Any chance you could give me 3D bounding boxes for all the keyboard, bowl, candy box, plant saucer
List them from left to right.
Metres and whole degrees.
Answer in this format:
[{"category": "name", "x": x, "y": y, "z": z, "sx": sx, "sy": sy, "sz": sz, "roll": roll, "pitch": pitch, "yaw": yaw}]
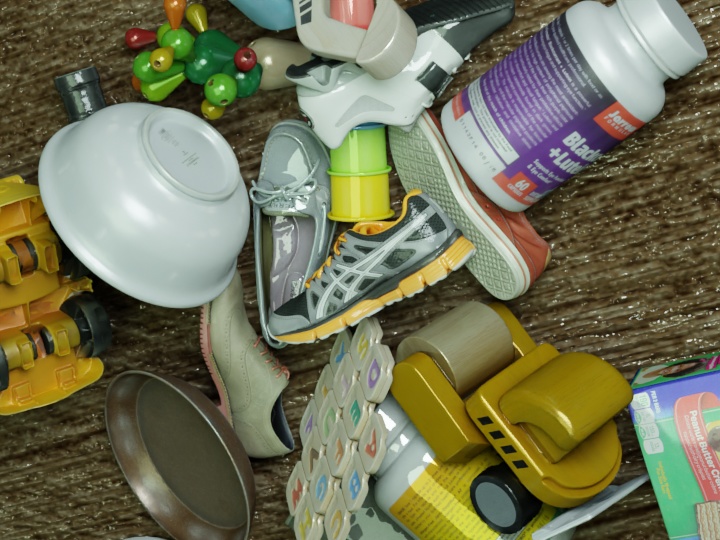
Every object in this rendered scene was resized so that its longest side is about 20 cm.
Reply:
[{"category": "bowl", "x": -0.166, "y": -0.074, "z": 1.321, "sx": 0.201, "sy": 0.201, "sz": 0.090, "roll": 48, "pitch": 124, "yaw": 1}, {"category": "plant saucer", "x": -0.164, "y": 0.176, "z": 1.451, "sx": 0.200, "sy": 0.034, "sz": 0.201, "roll": 28, "pitch": 134, "yaw": 33}, {"category": "keyboard", "x": 0.197, "y": 0.194, "z": 1.279, "sx": 0.056, "sy": 0.200, "sz": 0.011, "roll": -24, "pitch": 83, "yaw": 25}, {"category": "candy box", "x": 0.342, "y": 0.147, "z": 1.281, "sx": 0.200, "sy": 0.077, "sz": 0.169, "roll": -15, "pitch": 99, "yaw": 21}]

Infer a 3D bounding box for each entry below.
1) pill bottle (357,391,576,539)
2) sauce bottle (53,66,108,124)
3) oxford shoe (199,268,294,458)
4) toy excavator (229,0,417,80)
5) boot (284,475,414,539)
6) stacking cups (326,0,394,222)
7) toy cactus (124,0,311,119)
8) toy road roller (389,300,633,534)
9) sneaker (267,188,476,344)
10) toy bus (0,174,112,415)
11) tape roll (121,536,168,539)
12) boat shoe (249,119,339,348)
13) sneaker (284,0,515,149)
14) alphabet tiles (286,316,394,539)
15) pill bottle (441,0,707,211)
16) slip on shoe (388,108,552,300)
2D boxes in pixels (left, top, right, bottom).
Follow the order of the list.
[{"category": "pill bottle", "x": 0.084, "y": 0.195, "z": 1.365, "sx": 0.200, "sy": 0.113, "sz": 0.113, "roll": 41, "pitch": 114, "yaw": 5}, {"category": "sauce bottle", "x": -0.230, "y": -0.087, "z": 1.420, "sx": 0.066, "sy": 0.066, "sz": 0.200, "roll": -12, "pitch": 101, "yaw": 22}, {"category": "oxford shoe", "x": -0.100, "y": 0.081, "z": 1.425, "sx": 0.075, "sy": 0.070, "sz": 0.200, "roll": -1, "pitch": 115, "yaw": 16}, {"category": "toy excavator", "x": -0.050, "y": -0.232, "z": 1.248, "sx": 0.194, "sy": 0.100, "sz": 0.200, "roll": -12, "pitch": 69, "yaw": 24}, {"category": "boot", "x": 0.012, "y": 0.290, "z": 1.439, "sx": 0.200, "sy": 0.073, "sz": 0.182, "roll": 32, "pitch": 99, "yaw": 1}, {"category": "stacking cups", "x": -0.001, "y": -0.145, "z": 1.334, "sx": 0.060, "sy": 0.060, "sz": 0.201, "roll": 3, "pitch": 100, "yaw": 18}, {"category": "toy cactus", "x": -0.115, "y": -0.186, "z": 1.321, "sx": 0.165, "sy": 0.200, "sz": 0.103, "roll": -3, "pitch": 102, "yaw": -21}, {"category": "toy road roller", "x": 0.136, "y": 0.104, "z": 1.280, "sx": 0.200, "sy": 0.123, "sz": 0.146, "roll": 52, "pitch": 142, "yaw": 10}, {"category": "sneaker", "x": 0.000, "y": 0.000, "z": 1.317, "sx": 0.200, "sy": 0.078, "sz": 0.077, "roll": -29, "pitch": 94, "yaw": 21}, {"category": "toy bus", "x": -0.341, "y": 0.011, "z": 1.453, "sx": 0.192, "sy": 0.136, "sz": 0.200, "roll": 21, "pitch": 124, "yaw": 49}, {"category": "tape roll", "x": -0.215, "y": 0.372, "z": 1.542, "sx": 0.202, "sy": 0.071, "sz": 0.203, "roll": 5, "pitch": 107, "yaw": 17}, {"category": "boat shoe", "x": -0.063, "y": -0.032, "z": 1.377, "sx": 0.074, "sy": 0.065, "sz": 0.202, "roll": 10, "pitch": 108, "yaw": 16}, {"category": "sneaker", "x": 0.043, "y": -0.165, "z": 1.282, "sx": 0.200, "sy": 0.074, "sz": 0.089, "roll": -24, "pitch": 115, "yaw": -4}, {"category": "alphabet tiles", "x": -0.020, "y": 0.143, "z": 1.352, "sx": 0.015, "sy": 0.196, "sz": 0.200, "roll": 16, "pitch": 114, "yaw": -19}, {"category": "pill bottle", "x": 0.173, "y": -0.145, "z": 1.238, "sx": 0.200, "sy": 0.111, "sz": 0.112, "roll": -36, "pitch": 91, "yaw": 24}, {"category": "slip on shoe", "x": 0.091, "y": -0.067, "z": 1.321, "sx": 0.200, "sy": 0.061, "sz": 0.074, "roll": 53, "pitch": 147, "yaw": 11}]
